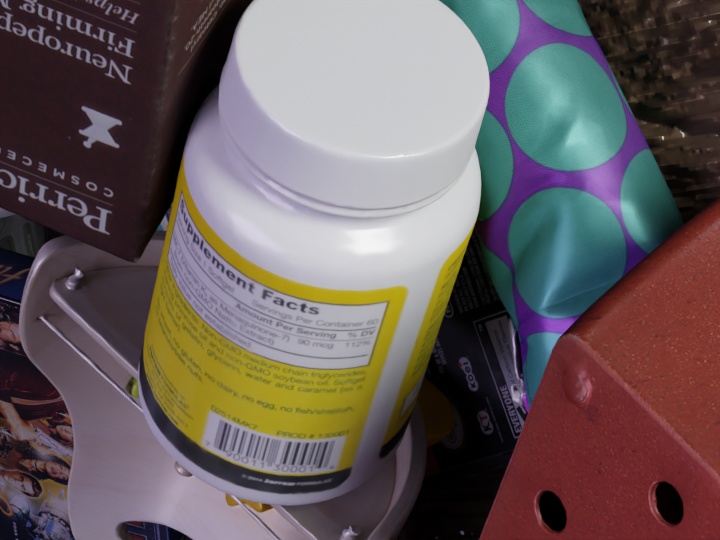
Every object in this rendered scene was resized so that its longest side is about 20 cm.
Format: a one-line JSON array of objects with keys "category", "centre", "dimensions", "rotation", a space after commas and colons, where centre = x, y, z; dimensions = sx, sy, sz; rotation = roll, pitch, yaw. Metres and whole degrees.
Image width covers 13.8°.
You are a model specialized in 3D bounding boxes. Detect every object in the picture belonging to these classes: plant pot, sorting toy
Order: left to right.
[{"category": "sorting toy", "centre": [-0.061, 0.097, 1.294], "dimensions": [0.200, 0.107, 0.180], "rotation": [42, 132, 21]}, {"category": "plant pot", "centre": [0.155, 0.089, 1.054], "dimensions": [0.200, 0.176, 0.200], "rotation": [47, 135, 32]}]

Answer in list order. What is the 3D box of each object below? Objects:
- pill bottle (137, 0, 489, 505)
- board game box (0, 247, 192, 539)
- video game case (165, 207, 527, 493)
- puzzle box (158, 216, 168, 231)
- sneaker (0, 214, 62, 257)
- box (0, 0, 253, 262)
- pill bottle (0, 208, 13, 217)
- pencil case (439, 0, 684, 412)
[{"category": "pill bottle", "centre": [-0.017, -0.011, 1.136], "dimensions": [0.114, 0.114, 0.200], "rotation": [47, 144, 25]}, {"category": "board game box", "centre": [-0.145, 0.084, 1.441], "dimensions": [0.135, 0.035, 0.200], "rotation": [15, 132, 21]}, {"category": "video game case", "centre": [0.000, 0.000, 1.293], "dimensions": [0.181, 0.025, 0.200], "rotation": [-21, 88, 40]}, {"category": "puzzle box", "centre": [-0.049, 0.034, 1.388], "dimensions": [0.200, 0.025, 0.133], "rotation": [59, 139, 13]}, {"category": "sneaker", "centre": [-0.188, -0.034, 1.480], "dimensions": [0.099, 0.078, 0.200], "rotation": [19, 118, 47]}, {"category": "box", "centre": [-0.114, -0.146, 1.117], "dimensions": [0.166, 0.164, 0.200], "rotation": [22, 143, 6]}, {"category": "pill bottle", "centre": [-0.202, -0.082, 1.355], "dimensions": [0.199, 0.116, 0.117], "rotation": [2, 110, 12]}, {"category": "pencil case", "centre": [0.070, -0.037, 1.177], "dimensions": [0.092, 0.085, 0.200], "rotation": [-25, 83, 5]}]
